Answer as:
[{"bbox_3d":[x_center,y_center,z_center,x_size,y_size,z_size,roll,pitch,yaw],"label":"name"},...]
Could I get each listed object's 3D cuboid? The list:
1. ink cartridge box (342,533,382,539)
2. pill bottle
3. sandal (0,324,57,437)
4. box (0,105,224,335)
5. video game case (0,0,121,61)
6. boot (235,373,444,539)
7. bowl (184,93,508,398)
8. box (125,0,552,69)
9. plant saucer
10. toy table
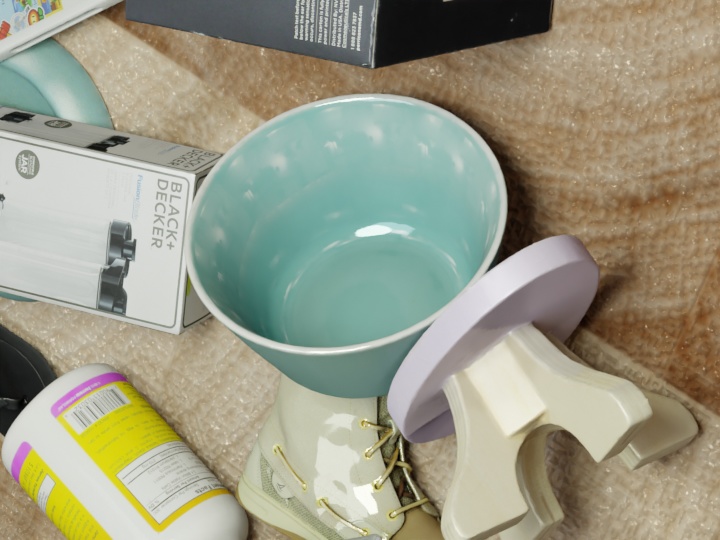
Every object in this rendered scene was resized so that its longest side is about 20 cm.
[{"bbox_3d":[-0.015,0.264,1.671,0.162,0.050,0.200,-14,120,32],"label":"ink cartridge box"},{"bbox_3d":[-0.147,0.165,1.770,0.200,0.104,0.104,46,121,19],"label":"pill bottle"},{"bbox_3d":[-0.291,0.059,1.877,0.200,0.043,0.076,42,130,17],"label":"sandal"},{"bbox_3d":[-0.193,-0.038,1.760,0.199,0.060,0.117,14,108,18],"label":"box"},{"bbox_3d":[-0.231,-0.259,1.776,0.182,0.023,0.201,-21,80,36],"label":"video game case"},{"bbox_3d":[0.017,0.116,1.668,0.199,0.072,0.155,25,111,29],"label":"boot"},{"bbox_3d":[0.000,0.000,1.600,0.200,0.201,0.105,23,150,29],"label":"bowl"},{"bbox_3d":[-0.008,-0.194,1.540,0.182,0.200,0.105,15,109,32],"label":"box"},{"bbox_3d":[-0.255,-0.074,1.844,0.199,0.027,0.201,8,105,33],"label":"plant saucer"},{"bbox_3d":[0.101,0.082,1.539,0.117,0.183,0.200,57,159,19],"label":"toy table"}]
